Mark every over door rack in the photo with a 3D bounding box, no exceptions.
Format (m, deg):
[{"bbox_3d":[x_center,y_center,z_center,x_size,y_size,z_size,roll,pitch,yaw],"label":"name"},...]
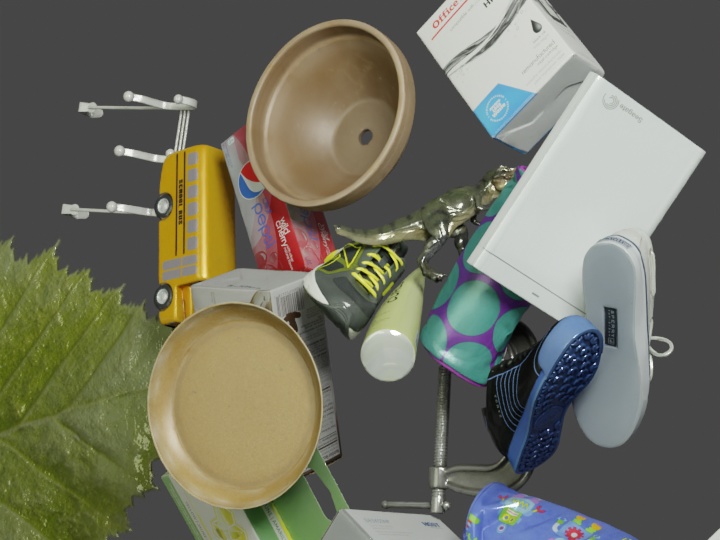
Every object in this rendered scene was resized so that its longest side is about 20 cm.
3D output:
[{"bbox_3d":[-0.292,-0.137,1.755,0.199,0.066,0.149,2,80,39],"label":"over door rack"}]

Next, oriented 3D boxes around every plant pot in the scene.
[{"bbox_3d":[-0.015,-0.153,1.517,0.200,0.093,0.202,-10,71,32],"label":"plant pot"},{"bbox_3d":[-0.119,0.131,1.413,0.199,0.027,0.201,-1,88,26],"label":"plant pot"}]

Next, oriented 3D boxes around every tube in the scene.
[{"bbox_3d":[0.033,0.050,1.398,0.058,0.200,0.052,-11,105,10],"label":"tube"}]

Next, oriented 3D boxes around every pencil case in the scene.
[{"bbox_3d":[0.180,0.255,1.278,0.199,0.087,0.078,17,123,40],"label":"pencil case"},{"bbox_3d":[0.136,0.006,1.353,0.201,0.092,0.085,-60,28,6],"label":"pencil case"}]

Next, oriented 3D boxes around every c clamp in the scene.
[{"bbox_3d":[0.099,0.141,1.404,0.170,0.027,0.201,2,80,38],"label":"c clamp"}]

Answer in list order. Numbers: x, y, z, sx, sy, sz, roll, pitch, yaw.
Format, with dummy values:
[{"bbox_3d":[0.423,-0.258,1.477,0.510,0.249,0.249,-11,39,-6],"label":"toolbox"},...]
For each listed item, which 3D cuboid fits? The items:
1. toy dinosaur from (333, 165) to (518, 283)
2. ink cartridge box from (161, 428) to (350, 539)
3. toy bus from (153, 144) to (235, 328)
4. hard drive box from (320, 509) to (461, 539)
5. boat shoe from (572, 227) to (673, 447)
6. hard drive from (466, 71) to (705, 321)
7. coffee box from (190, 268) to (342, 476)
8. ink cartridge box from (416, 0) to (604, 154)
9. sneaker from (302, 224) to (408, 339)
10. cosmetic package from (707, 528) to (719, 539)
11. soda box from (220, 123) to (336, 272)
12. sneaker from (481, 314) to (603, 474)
[{"bbox_3d":[0.081,-0.036,1.414,0.199,0.047,0.089,-21,79,-12],"label":"toy dinosaur"},{"bbox_3d":[-0.099,0.246,1.462,0.200,0.048,0.146,-18,103,46],"label":"ink cartridge box"},{"bbox_3d":[-0.186,-0.035,1.649,0.078,0.065,0.201,-13,72,34],"label":"toy bus"},{"bbox_3d":[0.070,0.308,1.308,0.200,0.156,0.077,41,106,38],"label":"hard drive box"},{"bbox_3d":[0.236,0.055,1.290,0.074,0.086,0.203,11,115,35],"label":"boat shoe"},{"bbox_3d":[0.203,-0.057,1.294,0.201,0.132,0.027,-57,19,5],"label":"hard drive"},{"bbox_3d":[-0.096,0.105,1.488,0.114,0.080,0.201,4,106,39],"label":"coffee box"},{"bbox_3d":[0.136,-0.230,1.435,0.116,0.068,0.200,-46,55,21],"label":"ink cartridge box"},{"bbox_3d":[0.000,0.000,1.429,0.085,0.200,0.075,-40,101,15],"label":"sneaker"},{"bbox_3d":[0.287,0.286,1.169,0.200,0.113,0.081,-49,55,17],"label":"cosmetic package"},{"bbox_3d":[-0.086,-0.066,1.572,0.063,0.070,0.201,-34,60,28],"label":"soda box"},{"bbox_3d":[0.152,0.097,1.282,0.078,0.070,0.201,53,146,31],"label":"sneaker"}]
